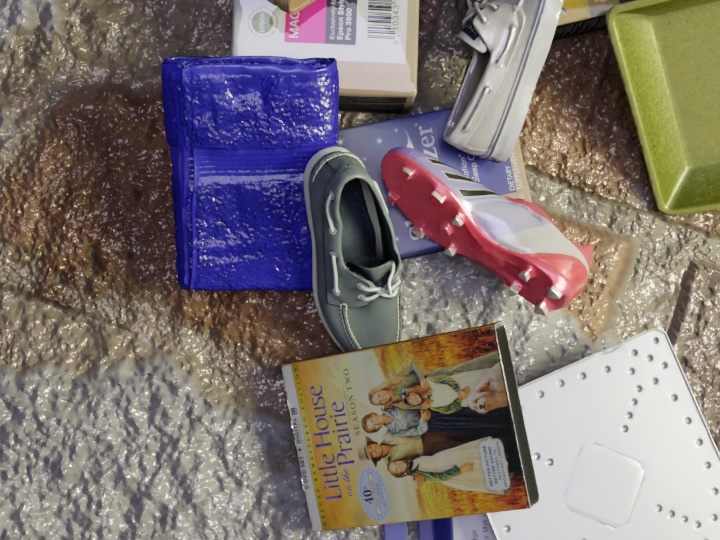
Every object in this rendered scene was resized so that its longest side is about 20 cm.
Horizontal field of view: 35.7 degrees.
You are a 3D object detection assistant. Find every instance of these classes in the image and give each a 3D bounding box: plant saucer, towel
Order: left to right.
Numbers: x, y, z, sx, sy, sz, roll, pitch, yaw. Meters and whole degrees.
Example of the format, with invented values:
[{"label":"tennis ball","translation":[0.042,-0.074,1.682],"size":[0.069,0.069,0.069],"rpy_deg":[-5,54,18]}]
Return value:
[{"label":"towel","translation":[-0.089,-0.077,0.931],"size":[0.146,0.050,0.203],"rpy_deg":[0,109,3]},{"label":"plant saucer","translation":[0.325,-0.155,0.928],"size":[0.198,0.048,0.201],"rpy_deg":[-8,119,29]}]

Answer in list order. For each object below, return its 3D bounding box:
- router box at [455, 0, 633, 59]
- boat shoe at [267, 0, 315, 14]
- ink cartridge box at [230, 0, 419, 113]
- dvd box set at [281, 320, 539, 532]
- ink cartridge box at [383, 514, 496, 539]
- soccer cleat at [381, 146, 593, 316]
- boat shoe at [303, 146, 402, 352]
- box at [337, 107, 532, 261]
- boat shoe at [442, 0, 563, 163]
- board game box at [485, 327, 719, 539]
[{"label":"router box","translation":[0.151,-0.306,0.998],"size":[0.155,0.052,0.203],"rpy_deg":[-14,85,-3]},{"label":"boat shoe","translation":[0.011,-0.270,0.905],"size":[0.200,0.074,0.067],"rpy_deg":[-41,81,-5]},{"label":"ink cartridge box","translation":[-0.030,-0.245,0.976],"size":[0.162,0.075,0.203],"rpy_deg":[1,86,-3]},{"label":"dvd box set","translation":[0.037,0.131,0.917],"size":[0.198,0.029,0.148],"rpy_deg":[-12,87,26]},{"label":"ink cartridge box","translation":[0.117,0.204,0.955],"size":[0.197,0.041,0.202],"rpy_deg":[-4,85,-2]},{"label":"soccer cleat","translation":[0.106,-0.044,0.944],"size":[0.199,0.067,0.077],"rpy_deg":[37,55,5]},{"label":"boat shoe","translation":[0.000,0.000,0.923],"size":[0.072,0.062,0.202],"rpy_deg":[-20,114,-18]},{"label":"box","translation":[0.047,-0.074,0.984],"size":[0.197,0.032,0.123],"rpy_deg":[-12,85,-2]},{"label":"boat shoe","translation":[0.117,-0.194,0.930],"size":[0.069,0.071,0.202],"rpy_deg":[14,105,-11]},{"label":"board game box","translation":[0.199,0.177,0.927],"size":[0.198,0.026,0.202],"rpy_deg":[-22,84,-5]}]
